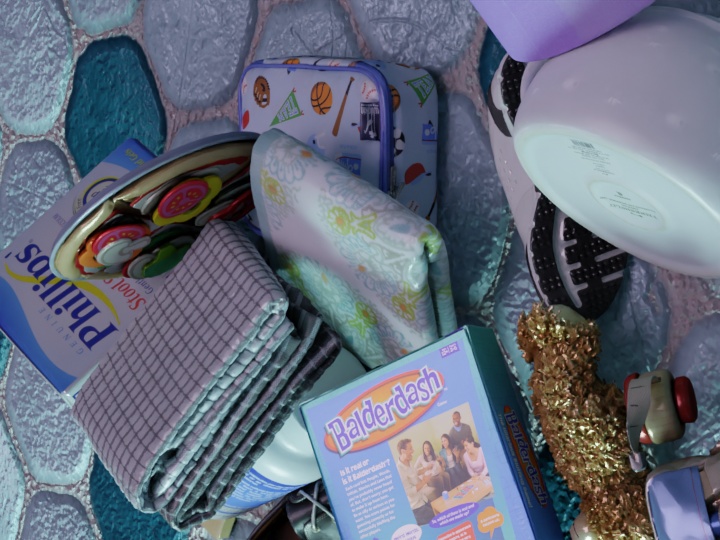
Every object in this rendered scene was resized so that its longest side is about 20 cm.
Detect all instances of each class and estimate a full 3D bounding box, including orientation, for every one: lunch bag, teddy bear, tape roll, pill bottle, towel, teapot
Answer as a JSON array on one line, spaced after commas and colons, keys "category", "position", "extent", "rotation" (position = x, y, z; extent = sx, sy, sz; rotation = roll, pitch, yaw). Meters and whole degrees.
[{"category": "lunch bag", "position": [-0.019, -0.088, 1.556], "extent": [0.199, 0.075, 0.161], "rotation": [12, 103, 50]}, {"category": "teddy bear", "position": [0.150, 0.114, 1.334], "extent": [0.145, 0.066, 0.201], "rotation": [-172, 62, -74]}, {"category": "tape roll", "position": [0.158, -0.220, 1.248], "extent": [0.200, 0.200, 0.066], "rotation": [-17, 117, 48]}, {"category": "pill bottle", "position": [-0.075, 0.125, 1.570], "extent": [0.200, 0.112, 0.113], "rotation": [-30, 69, 51]}, {"category": "towel", "position": [-0.117, 0.077, 1.477], "extent": [0.200, 0.085, 0.166], "rotation": [-53, 32, 4]}, {"category": "teapot", "position": [0.200, -0.100, 1.245], "extent": [0.147, 0.199, 0.197], "rotation": [-59, -3, -15]}, {"category": "towel", "position": [0.000, 0.000, 1.471], "extent": [0.171, 0.048, 0.201], "rotation": [30, 150, 31]}]

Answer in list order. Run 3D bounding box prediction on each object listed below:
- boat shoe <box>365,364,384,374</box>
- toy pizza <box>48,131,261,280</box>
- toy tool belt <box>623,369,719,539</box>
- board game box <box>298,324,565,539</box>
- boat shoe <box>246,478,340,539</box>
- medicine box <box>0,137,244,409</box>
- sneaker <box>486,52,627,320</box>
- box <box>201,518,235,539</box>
[{"category": "boat shoe", "position": [0.049, 0.166, 1.478], "extent": [0.074, 0.076, 0.201], "rotation": [1, 113, 36]}, {"category": "toy pizza", "position": [-0.145, -0.040, 1.508], "extent": [0.200, 0.200, 0.032], "rotation": [-43, 71, 41]}, {"category": "toy tool belt", "position": [0.248, 0.150, 1.242], "extent": [0.122, 0.125, 0.201], "rotation": [-15, 82, 17]}, {"category": "board game box", "position": [0.054, 0.159, 1.378], "extent": [0.152, 0.045, 0.201], "rotation": [-26, 73, 27]}, {"category": "boat shoe", "position": [-0.024, 0.196, 1.582], "extent": [0.200, 0.067, 0.072], "rotation": [-42, 62, 39]}, {"category": "medicine box", "position": [-0.201, 0.018, 1.676], "extent": [0.200, 0.103, 0.182], "rotation": [-43, 49, -9]}, {"category": "sneaker", "position": [0.136, -0.059, 1.393], "extent": [0.080, 0.073, 0.201], "rotation": [159, 100, -77]}, {"category": "box", "position": [-0.138, 0.110, 1.743], "extent": [0.163, 0.021, 0.201], "rotation": [40, 120, 40]}]
